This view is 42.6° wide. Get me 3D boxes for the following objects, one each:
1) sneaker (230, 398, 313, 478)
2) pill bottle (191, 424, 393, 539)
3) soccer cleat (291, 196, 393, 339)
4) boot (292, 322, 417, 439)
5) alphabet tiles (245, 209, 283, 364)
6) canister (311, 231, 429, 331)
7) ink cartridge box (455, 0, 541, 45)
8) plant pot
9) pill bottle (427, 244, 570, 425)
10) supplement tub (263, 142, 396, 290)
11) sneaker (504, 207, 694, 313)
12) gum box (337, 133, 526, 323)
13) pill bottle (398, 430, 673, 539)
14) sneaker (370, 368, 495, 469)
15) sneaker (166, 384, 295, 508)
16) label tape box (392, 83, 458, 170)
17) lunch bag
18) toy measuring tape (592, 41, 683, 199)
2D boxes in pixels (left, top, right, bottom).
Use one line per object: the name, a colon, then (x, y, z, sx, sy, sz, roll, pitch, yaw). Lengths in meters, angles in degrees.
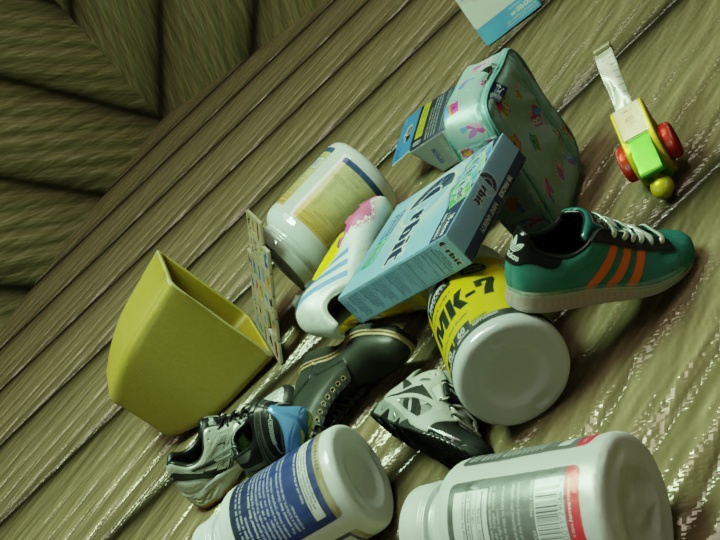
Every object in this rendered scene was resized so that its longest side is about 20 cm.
sneaker: (-0.104, 0.203, 1.028, 0.202, 0.081, 0.071, 105, -170, -48)
pill bottle: (-0.073, 0.250, 0.932, 0.198, 0.111, 0.112, -34, 24, 19)
soccer cleat: (0.000, 0.000, 1.118, 0.085, 0.070, 0.202, 17, 65, 39)
boot: (-0.018, 0.151, 1.082, 0.199, 0.077, 0.140, -34, 28, 48)
alphabet tiles: (-0.147, 0.017, 1.380, 0.007, 0.205, 0.167, -9, 17, -16)
canister: (0.040, -0.004, 1.217, 0.198, 0.087, 0.150, -13, 37, 47)
ink cartridge box: (0.225, -0.549, 1.700, 0.124, 0.201, 0.129, -32, 25, 21)
plant pot: (-0.279, 0.126, 1.398, 0.201, 0.194, 0.194, -53, 23, 1)
pill bottle: (0.130, 0.055, 0.936, 0.114, 0.115, 0.201, -38, 23, 10)
supplement tub: (-0.055, -0.080, 1.425, 0.200, 0.145, 0.144, -47, 23, -10)
sneaker: (0.226, -0.020, 0.853, 0.196, 0.082, 0.071, -12, 28, -16)
gum box: (0.077, -0.044, 1.020, 0.199, 0.045, 0.171, -31, 21, 50)
pill bottle: (0.126, 0.194, 0.707, 0.198, 0.111, 0.112, -21, 31, 41)
sneaker: (0.082, 0.139, 0.918, 0.089, 0.074, 0.199, -49, 24, -11)
sneaker: (-0.162, 0.210, 1.178, 0.200, 0.088, 0.076, -43, 21, -5)
label tape box: (0.151, -0.231, 1.456, 0.198, 0.066, 0.145, -31, 25, 33)
lunch bag: (0.185, -0.156, 1.095, 0.076, 0.201, 0.162, -16, 32, 41)
toy measuring tape: (0.308, -0.161, 1.026, 0.073, 0.073, 0.203, -29, 56, 27)
